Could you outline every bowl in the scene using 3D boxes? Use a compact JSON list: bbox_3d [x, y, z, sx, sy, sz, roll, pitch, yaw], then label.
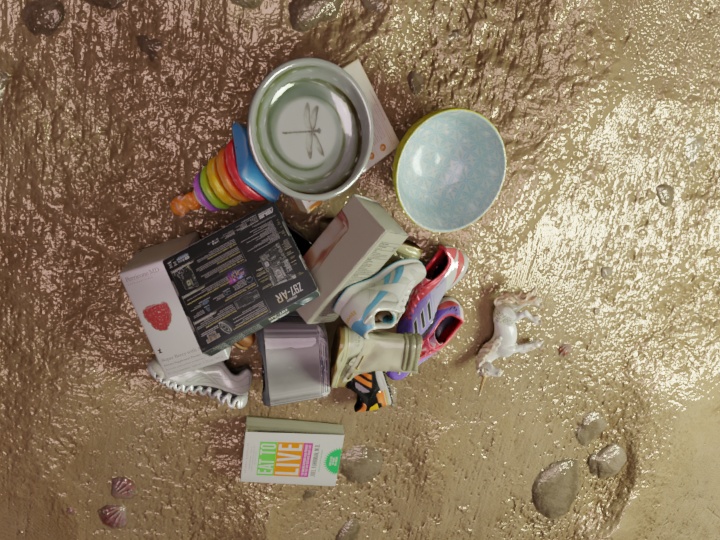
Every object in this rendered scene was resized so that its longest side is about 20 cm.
[{"bbox_3d":[0.134,-0.179,1.037,0.195,0.108,0.205,-7,116,-14],"label":"bowl"}]

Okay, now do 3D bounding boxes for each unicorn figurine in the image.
[{"bbox_3d":[0.289,0.132,1.199,0.134,0.074,0.205,-3,96,5],"label":"unicorn figurine"}]

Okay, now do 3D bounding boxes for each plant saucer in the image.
[{"bbox_3d":[-0.077,-0.207,0.917,0.196,0.050,0.206,-4,99,-24],"label":"plant saucer"}]

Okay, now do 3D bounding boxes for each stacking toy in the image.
[{"bbox_3d":[-0.237,-0.140,1.027,0.197,0.118,0.109,-25,152,20],"label":"stacking toy"}]

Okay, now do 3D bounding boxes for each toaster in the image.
[{"bbox_3d":[-0.123,0.163,1.135,0.126,0.114,0.205,-4,111,-7],"label":"toaster"}]

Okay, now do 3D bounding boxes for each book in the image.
[{"bbox_3d":[-0.139,0.369,1.246,0.195,0.048,0.137,5,113,-10],"label":"book"}]

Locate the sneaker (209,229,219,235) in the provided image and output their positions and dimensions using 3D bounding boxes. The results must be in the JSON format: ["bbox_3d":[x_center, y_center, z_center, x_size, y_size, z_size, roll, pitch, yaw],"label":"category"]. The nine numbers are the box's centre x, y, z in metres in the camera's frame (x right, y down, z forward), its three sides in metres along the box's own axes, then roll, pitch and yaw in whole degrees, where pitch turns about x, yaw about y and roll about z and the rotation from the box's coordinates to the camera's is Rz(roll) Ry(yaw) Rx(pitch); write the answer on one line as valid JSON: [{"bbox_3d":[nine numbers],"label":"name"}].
[{"bbox_3d":[-0.185,-0.001,1.083,0.198,0.085,0.078,33,103,-15],"label":"sneaker"}]

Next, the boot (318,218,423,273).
[{"bbox_3d":[0.000,0.000,1.110,0.196,0.073,0.159,16,103,-18],"label":"boot"}]

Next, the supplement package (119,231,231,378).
[{"bbox_3d":[-0.311,0.058,1.071,0.119,0.120,0.204,-17,110,1],"label":"supplement package"}]

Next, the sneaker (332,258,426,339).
[{"bbox_3d":[0.046,0.047,1.023,0.081,0.198,0.077,46,140,19],"label":"sneaker"}]

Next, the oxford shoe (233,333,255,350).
[{"bbox_3d":[-0.212,0.045,1.036,0.070,0.072,0.204,-8,115,20],"label":"oxford shoe"}]

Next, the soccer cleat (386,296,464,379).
[{"bbox_3d":[0.120,0.138,1.173,0.068,0.073,0.200,40,101,-18],"label":"soccer cleat"}]

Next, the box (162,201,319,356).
[{"bbox_3d":[-0.183,0.012,0.951,0.197,0.044,0.162,-29,77,-4],"label":"box"}]

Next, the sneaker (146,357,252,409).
[{"bbox_3d":[-0.296,0.190,1.153,0.196,0.075,0.083,20,97,-19],"label":"sneaker"}]

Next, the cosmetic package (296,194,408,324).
[{"bbox_3d":[-0.028,-0.015,1.001,0.200,0.103,0.088,-48,70,15],"label":"cosmetic package"}]

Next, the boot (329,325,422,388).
[{"bbox_3d":[0.024,0.157,1.077,0.151,0.074,0.201,3,151,-7],"label":"boot"}]

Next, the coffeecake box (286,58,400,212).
[{"bbox_3d":[-0.057,-0.215,0.993,0.199,0.073,0.155,-37,112,-16],"label":"coffeecake box"}]

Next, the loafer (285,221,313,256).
[{"bbox_3d":[-0.111,-0.030,1.076,0.199,0.062,0.073,41,64,-23],"label":"loafer"}]

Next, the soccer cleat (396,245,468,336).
[{"bbox_3d":[0.117,0.043,1.124,0.073,0.068,0.202,24,103,-47],"label":"soccer cleat"}]

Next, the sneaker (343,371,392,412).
[{"bbox_3d":[-0.004,0.186,1.178,0.088,0.070,0.204,-21,113,-2],"label":"sneaker"}]
